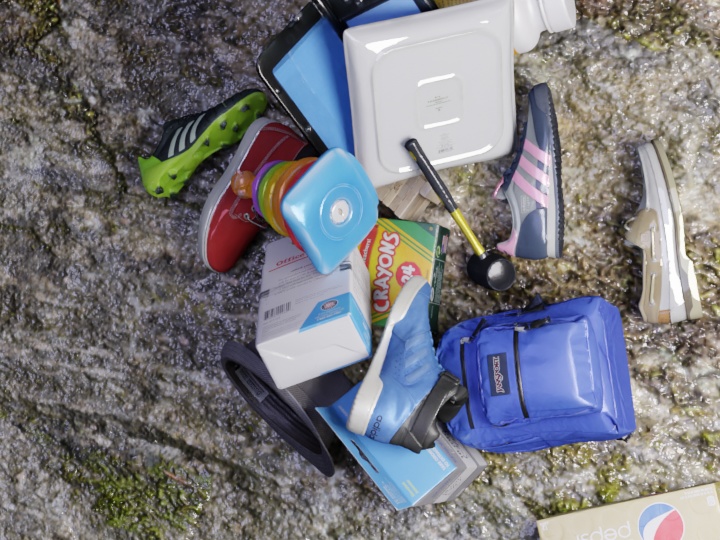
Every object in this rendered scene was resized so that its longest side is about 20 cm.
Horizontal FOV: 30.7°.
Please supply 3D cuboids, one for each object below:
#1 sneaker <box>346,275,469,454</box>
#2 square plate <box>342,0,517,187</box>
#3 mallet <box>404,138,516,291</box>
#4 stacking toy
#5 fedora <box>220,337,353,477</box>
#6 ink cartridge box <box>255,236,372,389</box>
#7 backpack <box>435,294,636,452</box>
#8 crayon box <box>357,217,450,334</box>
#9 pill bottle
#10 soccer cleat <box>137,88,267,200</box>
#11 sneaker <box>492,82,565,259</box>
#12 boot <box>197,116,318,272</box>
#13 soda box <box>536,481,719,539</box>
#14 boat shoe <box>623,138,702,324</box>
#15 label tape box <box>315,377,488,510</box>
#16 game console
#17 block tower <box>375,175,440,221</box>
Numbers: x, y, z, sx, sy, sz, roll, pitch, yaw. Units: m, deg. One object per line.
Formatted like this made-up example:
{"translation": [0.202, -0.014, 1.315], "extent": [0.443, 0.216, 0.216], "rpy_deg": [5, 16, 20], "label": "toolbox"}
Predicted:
{"translation": [0.067, 0.103, 1.399], "extent": [0.110, 0.077, 0.201], "rpy_deg": [21, 53, 4], "label": "sneaker"}
{"translation": [0.085, -0.191, 1.452], "extent": [0.197, 0.200, 0.029], "rpy_deg": [-14, 34, -12], "label": "square plate"}
{"translation": [0.105, -0.063, 1.482], "extent": [0.041, 0.066, 0.201], "rpy_deg": [-36, 100, -9], "label": "mallet"}
{"translation": [-0.083, -0.084, 1.487], "extent": [0.110, 0.117, 0.199], "rpy_deg": [-47, 37, -21], "label": "stacking toy"}
{"translation": [-0.071, 0.137, 1.537], "extent": [0.199, 0.178, 0.090], "rpy_deg": [37, 69, 28], "label": "fedora"}
{"translation": [-0.050, 0.031, 1.479], "extent": [0.115, 0.201, 0.068], "rpy_deg": [-19, 123, 13], "label": "ink cartridge box"}
{"translation": [0.179, 0.111, 1.422], "extent": [0.198, 0.167, 0.165], "rpy_deg": [-10, 74, 24], "label": "backpack"}
{"translation": [0.000, 0.000, 1.563], "extent": [0.197, 0.051, 0.129], "rpy_deg": [6, 87, 22], "label": "crayon box"}
{"translation": [0.142, -0.297, 1.506], "extent": [0.198, 0.111, 0.113], "rpy_deg": [-10, 81, 20], "label": "pill bottle"}
{"translation": [-0.205, -0.174, 1.658], "extent": [0.199, 0.067, 0.082], "rpy_deg": [-38, 60, 14], "label": "soccer cleat"}
{"translation": [0.188, -0.113, 1.490], "extent": [0.081, 0.070, 0.203], "rpy_deg": [-3, 82, 17], "label": "sneaker"}
{"translation": [-0.112, -0.072, 1.581], "extent": [0.144, 0.072, 0.202], "rpy_deg": [32, 99, 41], "label": "boot"}
{"translation": [0.295, 0.280, 1.411], "extent": [0.198, 0.064, 0.069], "rpy_deg": [-16, 79, 19], "label": "soda box"}
{"translation": [0.320, -0.042, 1.429], "extent": [0.068, 0.075, 0.203], "rpy_deg": [-12, 81, 14], "label": "boat shoe"}
{"translation": [0.051, 0.184, 1.443], "extent": [0.063, 0.200, 0.144], "rpy_deg": [-45, 71, 11], "label": "label tape box"}
{"translation": [0.016, -0.216, 1.452], "extent": [0.174, 0.201, 0.117], "rpy_deg": [-20, 34, 30], "label": "game console"}
{"translation": [0.008, -0.137, 1.573], "extent": [0.200, 0.054, 0.058], "rpy_deg": [41, 100, 21], "label": "block tower"}
